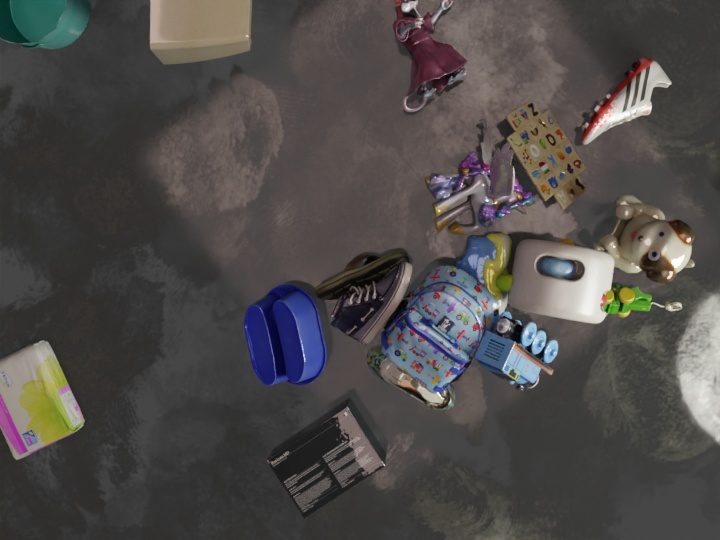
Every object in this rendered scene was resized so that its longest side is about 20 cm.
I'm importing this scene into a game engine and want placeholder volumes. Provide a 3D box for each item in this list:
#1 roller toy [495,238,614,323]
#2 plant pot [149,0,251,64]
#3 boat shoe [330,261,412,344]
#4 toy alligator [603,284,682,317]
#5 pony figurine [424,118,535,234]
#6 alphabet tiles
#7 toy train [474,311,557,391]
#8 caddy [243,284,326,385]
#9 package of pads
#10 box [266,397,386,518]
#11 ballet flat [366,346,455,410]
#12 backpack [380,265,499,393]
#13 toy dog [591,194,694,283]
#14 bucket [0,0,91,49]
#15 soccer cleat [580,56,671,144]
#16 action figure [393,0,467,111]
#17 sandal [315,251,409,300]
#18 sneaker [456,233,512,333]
[{"bbox_3d":[0.367,0.013,1.478,0.197,0.182,0.143,10,91,-27],"label":"roller toy"},{"bbox_3d":[-0.290,-0.494,1.513,0.173,0.200,0.205,3,95,-7],"label":"plant pot"},{"bbox_3d":[0.016,0.053,1.555,0.091,0.075,0.202,24,119,-15],"label":"boat shoe"},{"bbox_3d":[0.514,0.052,1.563,0.195,0.060,0.055,-1,55,5],"label":"toy alligator"},{"bbox_3d":[0.227,-0.162,1.530,0.196,0.168,0.196,-16,126,2],"label":"pony figurine"},{"bbox_3d":[0.348,-0.218,1.513,0.006,0.166,0.202,-30,93,49],"label":"alphabet tiles"},{"bbox_3d":[0.297,0.156,1.523,0.086,0.199,0.116,24,83,41],"label":"toy train"},{"bbox_3d":[-0.143,0.131,1.596,0.139,0.105,0.204,-9,95,28],"label":"caddy"},{"bbox_3d":[-0.674,0.263,1.666,0.152,0.068,0.203,-25,93,7],"label":"package of pads"},{"bbox_3d":[-0.066,0.373,1.623,0.198,0.079,0.142,-33,95,7],"label":"box"},{"bbox_3d":[0.101,0.213,1.601,0.197,0.074,0.075,27,97,2],"label":"ballet flat"},{"bbox_3d":[0.156,0.103,1.523,0.182,0.135,0.201,40,124,1],"label":"backpack"},{"bbox_3d":[0.528,-0.039,1.477,0.193,0.200,0.140,37,97,1],"label":"toy dog"},{"bbox_3d":[-0.627,-0.527,1.557,0.202,0.135,0.212,0,94,4],"label":"bucket"},{"bbox_3d":[0.497,-0.306,1.523,0.085,0.069,0.201,41,92,4],"label":"soccer cleat"},{"bbox_3d":[0.114,-0.431,1.544,0.202,0.133,0.149,59,140,10],"label":"action figure"},{"bbox_3d":[-0.001,0.000,1.589,0.197,0.080,0.058,-19,61,11],"label":"sandal"},{"bbox_3d":[0.235,0.025,1.579,0.103,0.076,0.205,9,93,19],"label":"sneaker"}]
